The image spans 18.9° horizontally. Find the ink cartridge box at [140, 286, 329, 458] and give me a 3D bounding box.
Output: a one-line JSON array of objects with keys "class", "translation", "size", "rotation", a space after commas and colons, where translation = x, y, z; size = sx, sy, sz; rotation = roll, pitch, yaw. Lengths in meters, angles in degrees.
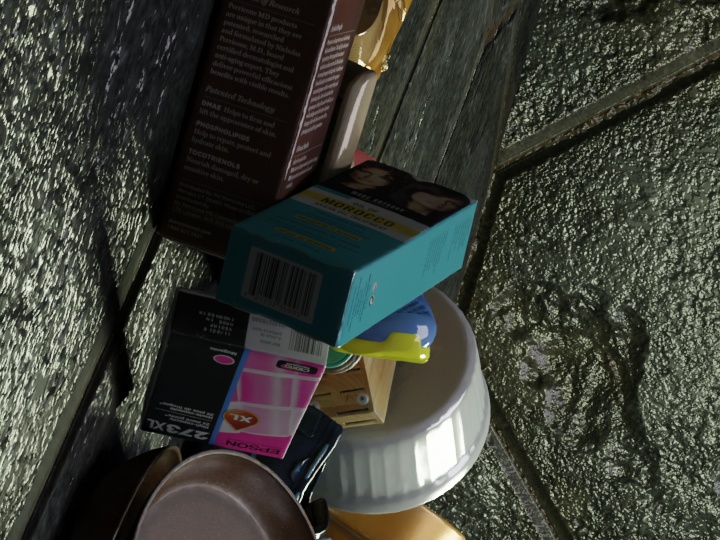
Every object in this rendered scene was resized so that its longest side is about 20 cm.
[{"class": "ink cartridge box", "translation": [-0.081, 0.073, 1.329], "size": [0.200, 0.094, 0.037], "rotation": [116, -15, -64]}]

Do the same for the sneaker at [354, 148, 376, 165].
[{"class": "sneaker", "translation": [-0.033, -0.008, 1.667], "size": [0.074, 0.086, 0.201], "rotation": [-56, 163, -62]}]

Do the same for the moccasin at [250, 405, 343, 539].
[{"class": "moccasin", "translation": [-0.057, 0.189, 1.643], "size": [0.081, 0.068, 0.201], "rotation": [-62, 167, -50]}]

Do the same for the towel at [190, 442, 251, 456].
[{"class": "towel", "translation": [-0.116, 0.176, 1.636], "size": [0.112, 0.048, 0.201], "rotation": [97, 13, -55]}]

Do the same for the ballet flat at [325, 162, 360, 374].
[{"class": "ballet flat", "translation": [-0.019, -0.026, 1.588], "size": [0.067, 0.068, 0.201], "rotation": [-3, 90, -79]}]

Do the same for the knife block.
[{"class": "knife block", "translation": [0.004, 0.017, 1.798], "size": [0.175, 0.064, 0.201], "rotation": [-19, 98, -62]}]

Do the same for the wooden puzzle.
[{"class": "wooden puzzle", "translation": [-0.048, -0.058, 1.461], "size": [0.200, 0.037, 0.186], "rotation": [-138, -117, -73]}]

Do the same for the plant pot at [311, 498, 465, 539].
[{"class": "plant pot", "translation": [-0.037, 0.262, 1.955], "size": [0.184, 0.200, 0.200], "rotation": [-56, 170, -7]}]

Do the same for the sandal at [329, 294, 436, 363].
[{"class": "sandal", "translation": [0.000, 0.000, 1.434], "size": [0.200, 0.079, 0.088], "rotation": [-133, -124, -62]}]

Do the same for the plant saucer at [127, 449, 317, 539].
[{"class": "plant saucer", "translation": [-0.088, 0.214, 1.357], "size": [0.200, 0.032, 0.202], "rotation": [20, 64, -50]}]

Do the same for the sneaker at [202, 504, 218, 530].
[{"class": "sneaker", "translation": [-0.096, 0.248, 1.423], "size": [0.073, 0.114, 0.202], "rotation": [-37, 143, -75]}]

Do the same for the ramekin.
[{"class": "ramekin", "translation": [0.011, 0.096, 1.840], "size": [0.098, 0.199, 0.201], "rotation": [85, 23, -53]}]

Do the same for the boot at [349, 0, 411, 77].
[{"class": "boot", "translation": [0.016, -0.228, 1.635], "size": [0.144, 0.070, 0.202], "rotation": [104, 8, -73]}]

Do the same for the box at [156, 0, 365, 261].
[{"class": "box", "translation": [-0.055, -0.110, 1.318], "size": [0.100, 0.075, 0.201], "rotation": [-37, 146, -77]}]

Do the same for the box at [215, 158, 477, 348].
[{"class": "box", "translation": [-0.004, -0.014, 1.302], "size": [0.200, 0.082, 0.049], "rotation": [-31, 139, -63]}]

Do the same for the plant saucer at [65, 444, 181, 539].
[{"class": "plant saucer", "translation": [-0.165, 0.202, 1.375], "size": [0.200, 0.036, 0.202], "rotation": [18, 90, -84]}]
